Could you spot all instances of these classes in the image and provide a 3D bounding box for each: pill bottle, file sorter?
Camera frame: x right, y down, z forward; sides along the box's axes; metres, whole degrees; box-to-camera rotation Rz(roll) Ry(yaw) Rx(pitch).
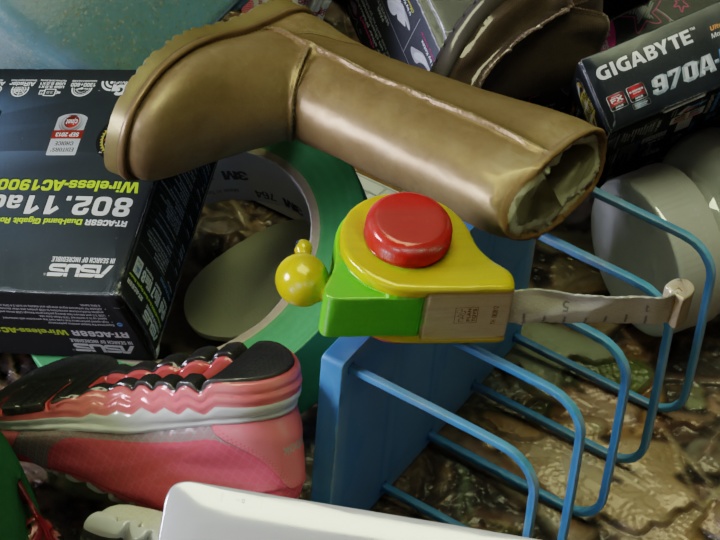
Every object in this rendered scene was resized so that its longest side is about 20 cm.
[{"bbox_3d":[0.235,-0.037,1.436,0.199,0.110,0.110,-19,45,-22],"label":"pill bottle"},{"bbox_3d":[0.079,0.061,1.301,0.122,0.140,0.200,26,47,22],"label":"file sorter"}]

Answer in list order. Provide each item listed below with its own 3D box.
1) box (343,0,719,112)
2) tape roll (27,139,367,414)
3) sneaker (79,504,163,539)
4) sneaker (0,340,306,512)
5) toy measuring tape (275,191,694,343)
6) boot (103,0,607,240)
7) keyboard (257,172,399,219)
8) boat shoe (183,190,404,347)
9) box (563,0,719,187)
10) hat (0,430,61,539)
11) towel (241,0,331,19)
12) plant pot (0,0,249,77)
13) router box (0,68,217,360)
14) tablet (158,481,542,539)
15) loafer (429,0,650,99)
[{"bbox_3d":[0.110,-0.156,1.536,0.199,0.115,0.133,-16,71,-21],"label":"box"},{"bbox_3d":[-0.086,0.003,1.379,0.199,0.048,0.202,-9,52,12],"label":"tape roll"},{"bbox_3d":[-0.042,0.161,1.240,0.199,0.076,0.081,21,35,13],"label":"sneaker"},{"bbox_3d":[-0.114,0.091,1.271,0.199,0.088,0.074,-5,16,30],"label":"sneaker"},{"bbox_3d":[0.057,-0.003,1.218,0.198,0.074,0.074,-1,41,-10],"label":"toy measuring tape"},{"bbox_3d":[-0.003,-0.065,1.279,0.199,0.067,0.175,26,43,26],"label":"boot"},{"bbox_3d":[-0.047,-0.058,1.526,0.199,0.011,0.056,26,47,24],"label":"keyboard"},{"bbox_3d":[0.001,0.002,1.424,0.200,0.063,0.074,-21,56,-5],"label":"boat shoe"},{"bbox_3d":[0.195,-0.106,1.435,0.158,0.200,0.046,-23,82,-1],"label":"box"},{"bbox_3d":[-0.159,0.145,1.260,0.175,0.165,0.201,21,59,-26],"label":"hat"},{"bbox_3d":[-0.025,-0.210,1.566,0.030,0.201,0.147,15,37,-19],"label":"towel"},{"bbox_3d":[-0.170,-0.191,1.463,0.196,0.196,0.200,-45,97,-18],"label":"plant pot"},{"bbox_3d":[-0.186,-0.033,1.370,0.198,0.062,0.151,1,55,20],"label":"router box"},{"bbox_3d":[-0.001,0.176,1.169,0.198,0.131,0.014,9,-3,2],"label":"tablet"},{"bbox_3d":[0.105,-0.133,1.418,0.071,0.073,0.200,42,64,7],"label":"loafer"}]
